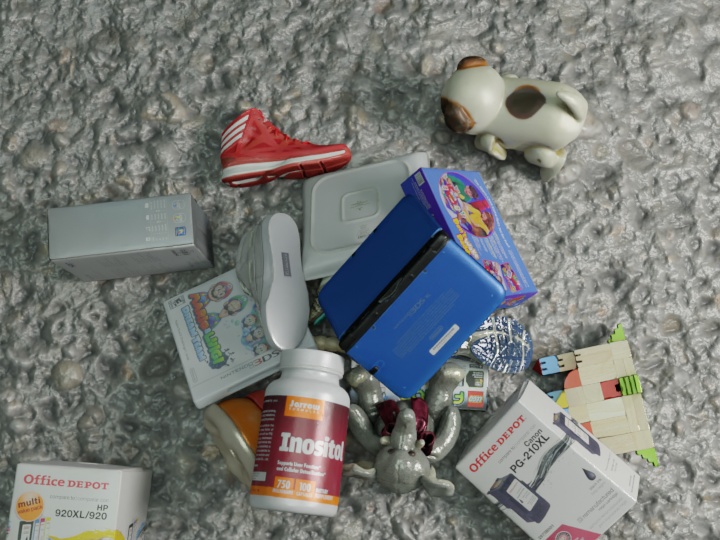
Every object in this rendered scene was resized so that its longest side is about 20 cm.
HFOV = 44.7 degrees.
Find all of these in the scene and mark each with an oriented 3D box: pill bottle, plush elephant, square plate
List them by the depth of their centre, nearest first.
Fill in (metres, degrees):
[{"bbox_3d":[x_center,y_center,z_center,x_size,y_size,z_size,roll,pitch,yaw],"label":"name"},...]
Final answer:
[{"bbox_3d":[-0.074,0.206,1.119,0.112,0.113,0.201,6,74,2],"label":"pill bottle"},{"bbox_3d":[0.056,0.228,1.166,0.164,0.155,0.201,4,95,1],"label":"plush elephant"},{"bbox_3d":[0.005,-0.086,1.255,0.199,0.028,0.199,-12,49,13],"label":"square plate"}]

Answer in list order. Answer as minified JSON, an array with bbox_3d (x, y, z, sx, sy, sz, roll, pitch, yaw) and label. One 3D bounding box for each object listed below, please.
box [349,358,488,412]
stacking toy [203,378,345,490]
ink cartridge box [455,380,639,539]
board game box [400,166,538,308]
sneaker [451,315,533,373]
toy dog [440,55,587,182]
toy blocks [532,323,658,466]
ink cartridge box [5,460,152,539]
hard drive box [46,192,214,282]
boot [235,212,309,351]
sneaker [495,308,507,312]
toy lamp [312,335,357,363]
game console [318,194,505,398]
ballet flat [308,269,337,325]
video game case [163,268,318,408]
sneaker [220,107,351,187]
[{"bbox_3d":[0.084,0.145,1.269,0.199,0.035,0.111,3,79,2],"label":"box"},{"bbox_3d":[-0.105,0.203,1.229,0.200,0.146,0.146,-33,80,-21],"label":"stacking toy"},{"bbox_3d":[0.251,0.272,1.187,0.200,0.084,0.145,41,113,8],"label":"ink cartridge box"},{"bbox_3d":[0.150,-0.043,1.202,0.045,0.134,0.201,-38,67,38],"label":"board game box"},{"bbox_3d":[0.147,0.093,1.223,0.199,0.085,0.077,15,84,-20],"label":"sneaker"},{"bbox_3d":[0.212,-0.226,1.267,0.199,0.194,0.140,17,92,-2],"label":"toy dog"},{"bbox_3d":[0.325,0.187,1.236,0.136,0.100,0.201,-13,79,10],"label":"toy blocks"},{"bbox_3d":[-0.380,0.362,1.177,0.146,0.145,0.201,4,78,2],"label":"ink cartridge box"},{"bbox_3d":[-0.322,-0.044,1.253,0.199,0.156,0.077,-7,78,-1],"label":"hard drive box"},{"bbox_3d":[-0.128,0.025,1.224,0.073,0.095,0.201,14,63,-35],"label":"boot"},{"bbox_3d":[0.130,0.013,1.279,0.198,0.081,0.116,-9,75,-8],"label":"sneaker"},{"bbox_3d":[-0.088,0.102,1.254,0.199,0.058,0.059,3,78,18],"label":"toy lamp"},{"bbox_3d":[0.062,0.032,1.146,0.171,0.118,0.200,41,103,-7],"label":"game console"},{"bbox_3d":[0.000,0.000,1.244,0.199,0.068,0.076,-30,81,-3],"label":"ballet flat"},{"bbox_3d":[-0.175,0.078,1.245,0.181,0.024,0.200,-26,48,-4],"label":"video game case"},{"bbox_3d":[-0.118,-0.198,1.320,0.199,0.078,0.116,-9,80,-2],"label":"sneaker"}]
